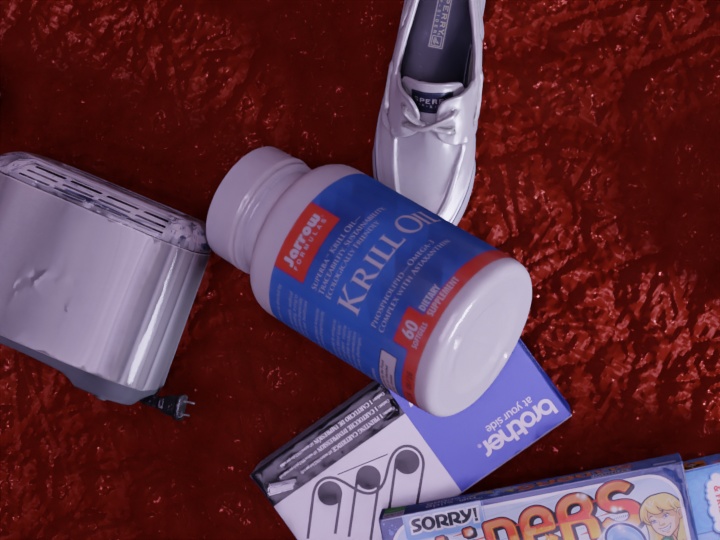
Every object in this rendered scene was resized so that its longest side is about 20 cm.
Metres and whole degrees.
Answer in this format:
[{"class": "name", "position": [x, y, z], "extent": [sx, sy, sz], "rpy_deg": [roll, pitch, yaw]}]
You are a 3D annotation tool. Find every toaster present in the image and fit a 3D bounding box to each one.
[{"class": "toaster", "position": [-0.184, 0.005, 1.217], "extent": [0.200, 0.114, 0.129], "rpy_deg": [23, 93, 7]}]

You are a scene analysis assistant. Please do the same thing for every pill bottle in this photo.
[{"class": "pill bottle", "position": [0.000, 0.000, 1.178], "extent": [0.200, 0.112, 0.112], "rpy_deg": [30, 96, 26]}]

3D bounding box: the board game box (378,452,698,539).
[{"class": "board game box", "position": [0.123, 0.204, 1.195], "extent": [0.200, 0.034, 0.135], "rpy_deg": [-12, 94, 5]}]

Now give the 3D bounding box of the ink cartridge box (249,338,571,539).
[{"class": "ink cartridge box", "position": [0.034, 0.114, 1.234], "extent": [0.200, 0.044, 0.094], "rpy_deg": [-35, 91, 6]}]

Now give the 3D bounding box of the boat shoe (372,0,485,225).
[{"class": "boat shoe", "position": [0.044, -0.115, 1.211], "extent": [0.074, 0.065, 0.200], "rpy_deg": [3, 93, 5]}]

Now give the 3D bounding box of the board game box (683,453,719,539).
[{"class": "board game box", "position": [0.190, 0.212, 1.227], "extent": [0.200, 0.037, 0.151], "rpy_deg": [-14, 92, 7]}]
